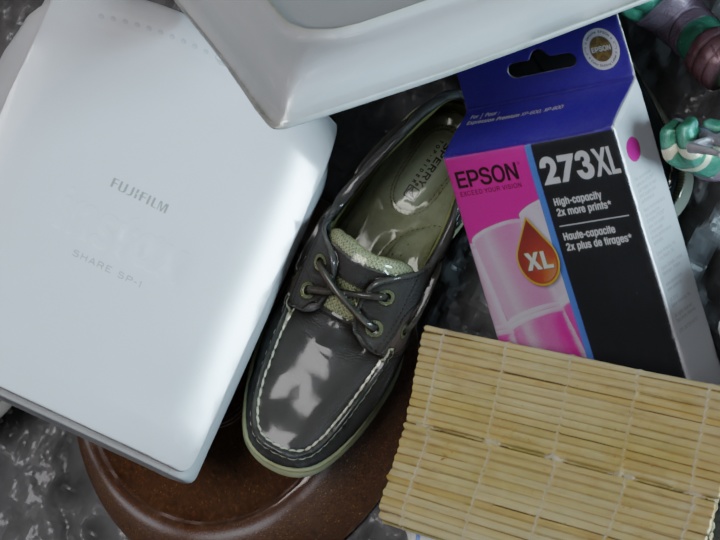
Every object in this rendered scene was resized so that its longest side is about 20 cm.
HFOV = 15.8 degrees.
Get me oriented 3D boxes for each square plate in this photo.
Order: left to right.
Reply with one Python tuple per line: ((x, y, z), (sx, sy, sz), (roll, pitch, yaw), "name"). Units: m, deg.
((0.022, -0.141, 1.178), (0.199, 0.029, 0.198), (-20, 31, -11), "square plate")

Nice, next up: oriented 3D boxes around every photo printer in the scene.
((-0.112, -0.023, 1.212), (0.166, 0.069, 0.201), (26, 81, -12), "photo printer")

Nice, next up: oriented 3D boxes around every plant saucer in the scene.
((-0.066, 0.053, 1.291), (0.199, 0.034, 0.202), (-6, 77, 27), "plant saucer")

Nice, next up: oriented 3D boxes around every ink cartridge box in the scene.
((0.097, -0.011, 1.160), (0.094, 0.037, 0.201), (-9, 102, 39), "ink cartridge box")

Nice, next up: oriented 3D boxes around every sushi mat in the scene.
((0.084, 0.084, 1.136), (0.199, 0.012, 0.096), (11, 83, 49), "sushi mat")

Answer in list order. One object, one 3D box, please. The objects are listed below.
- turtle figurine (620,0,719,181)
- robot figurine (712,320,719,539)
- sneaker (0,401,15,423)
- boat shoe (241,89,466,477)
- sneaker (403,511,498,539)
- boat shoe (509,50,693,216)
((0.199, -0.072, 1.139), (0.149, 0.101, 0.200), (-23, 52, -5), "turtle figurine")
((0.227, 0.090, 1.085), (0.169, 0.113, 0.201), (-35, 66, 16), "robot figurine")
((-0.189, 0.011, 1.307), (0.200, 0.093, 0.071), (-37, 42, 29), "sneaker")
((0.001, 0.000, 1.220), (0.072, 0.066, 0.201), (27, 77, 11), "boat shoe")
((0.046, 0.191, 1.192), (0.086, 0.075, 0.201), (-9, 68, 32), "sneaker")
((0.082, -0.104, 1.225), (0.074, 0.066, 0.200), (-35, 66, 17), "boat shoe")
